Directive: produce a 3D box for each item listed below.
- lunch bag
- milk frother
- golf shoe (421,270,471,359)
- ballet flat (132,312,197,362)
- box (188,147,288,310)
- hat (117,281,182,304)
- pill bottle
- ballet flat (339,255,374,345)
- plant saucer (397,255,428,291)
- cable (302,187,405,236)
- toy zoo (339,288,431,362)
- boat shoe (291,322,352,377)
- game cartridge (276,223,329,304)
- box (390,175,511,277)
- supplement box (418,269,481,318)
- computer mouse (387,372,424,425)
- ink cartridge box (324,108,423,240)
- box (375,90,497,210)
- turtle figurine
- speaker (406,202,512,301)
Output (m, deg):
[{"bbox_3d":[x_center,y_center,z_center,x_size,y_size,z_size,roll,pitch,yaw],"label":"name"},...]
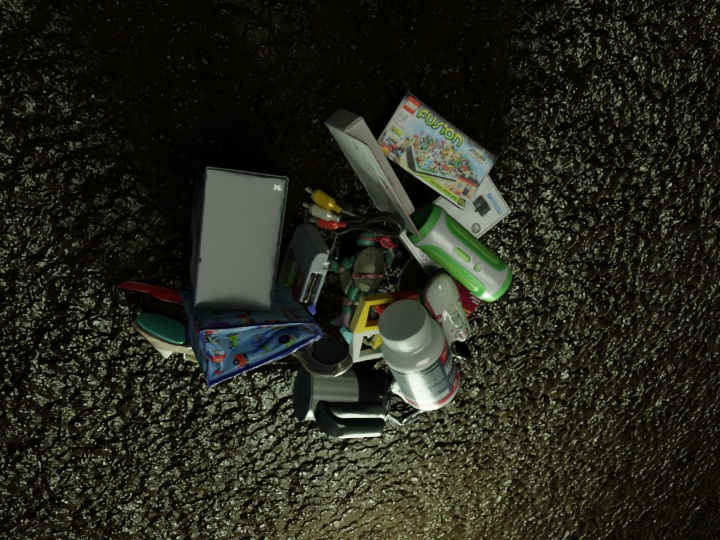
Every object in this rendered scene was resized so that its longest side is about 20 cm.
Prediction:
[{"bbox_3d":[-0.163,0.075,0.852,0.197,0.150,0.096,-13,116,-24],"label":"lunch bag"},{"bbox_3d":[-0.020,0.226,1.134,0.185,0.180,0.204,8,96,-25],"label":"milk frother"},{"bbox_3d":[0.171,0.084,1.024,0.072,0.092,0.202,-37,135,-18],"label":"golf shoe"},{"bbox_3d":[-0.331,0.137,1.021,0.198,0.069,0.068,21,119,-27],"label":"ballet flat"},{"bbox_3d":[-0.196,-0.071,0.844,0.121,0.198,0.204,3,107,-21],"label":"box"},{"bbox_3d":[-0.278,0.018,0.995,0.166,0.176,0.199,-52,163,20],"label":"hat"},{"bbox_3d":[0.104,0.152,0.998,0.118,0.120,0.201,-28,131,-1],"label":"pill bottle"},{"bbox_3d":[0.006,0.064,1.098,0.066,0.063,0.202,-19,124,-7],"label":"ballet flat"},{"bbox_3d":[0.166,0.012,1.143,0.197,0.032,0.203,-9,123,-15],"label":"plant saucer"},{"bbox_3d":[-0.014,-0.080,0.950,0.050,0.198,0.098,-43,144,-32],"label":"cable"},{"bbox_3d":[0.051,0.102,1.026,0.197,0.020,0.133,-5,120,-32],"label":"toy zoo"},{"bbox_3d":[-0.093,0.137,1.030,0.074,0.198,0.074,-38,125,-28],"label":"boat shoe"},{"bbox_3d":[-0.113,0.025,0.989,0.040,0.134,0.203,10,115,-24],"label":"game cartridge"},{"bbox_3d":[0.170,-0.097,1.038,0.199,0.060,0.117,-37,107,2],"label":"box"},{"bbox_3d":[0.180,0.053,1.117,0.108,0.061,0.201,27,109,-30],"label":"supplement box"},{"bbox_3d":[0.096,0.284,1.277,0.140,0.046,0.200,-39,130,11],"label":"computer mouse"},{"bbox_3d":[0.034,-0.161,0.904,0.043,0.173,0.201,-39,125,-6],"label":"ink cartridge box"},{"bbox_3d":[0.129,-0.206,0.955,0.198,0.035,0.111,31,98,-14],"label":"box"},{"bbox_3d":[0.000,0.000,1.009,0.147,0.101,0.204,2,100,-16],"label":"turtle figurine"},{"bbox_3d":[0.178,-0.031,0.980,0.199,0.089,0.089,37,104,-17],"label":"speaker"}]
